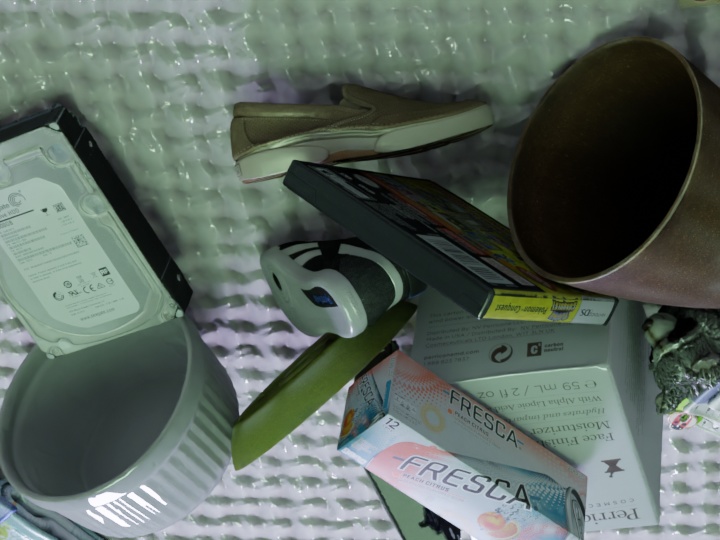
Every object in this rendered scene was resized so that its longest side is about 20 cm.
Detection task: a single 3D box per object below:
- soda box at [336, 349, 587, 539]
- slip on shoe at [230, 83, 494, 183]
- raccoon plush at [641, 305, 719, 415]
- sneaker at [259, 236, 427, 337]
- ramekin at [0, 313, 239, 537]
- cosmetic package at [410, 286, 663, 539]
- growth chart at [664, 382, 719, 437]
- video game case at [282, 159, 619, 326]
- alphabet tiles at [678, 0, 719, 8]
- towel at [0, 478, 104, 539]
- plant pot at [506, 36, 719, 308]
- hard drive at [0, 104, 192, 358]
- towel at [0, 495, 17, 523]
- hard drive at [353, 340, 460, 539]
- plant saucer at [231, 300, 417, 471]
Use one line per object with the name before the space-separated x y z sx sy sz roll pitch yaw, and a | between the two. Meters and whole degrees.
soda box | 0.079 0.146 1.586 0.200 0.069 0.064 34 131 -22
slip on shoe | 0.000 -0.113 1.580 0.199 0.076 0.061 -11 88 6
raccoon plush | 0.314 0.065 1.662 0.199 0.134 0.097 13 136 -5
sneaker | 0.000 0.000 1.657 0.112 0.200 0.073 -29 107 -16
ramekin | -0.195 0.127 1.756 0.199 0.201 0.105 -18 140 24
cosmetic package | 0.146 0.090 1.689 0.164 0.166 0.200 -8 134 17
growth chart | 0.359 0.118 1.795 0.199 0.018 0.145 20 133 -13
video game case | 0.067 -0.019 1.534 0.180 0.200 0.026 4 115 -54
alphabet tiles | 0.315 -0.233 1.455 0.199 0.006 0.167 -5 134 12
towel | -0.334 0.288 2.034 0.171 0.048 0.200 -29 125 30
plant pot | 0.243 -0.048 1.550 0.199 0.188 0.187 23 135 -36
hard drive | -0.243 -0.028 1.679 0.139 0.038 0.200 -17 120 24
towel | -0.431 0.194 1.939 0.200 0.024 0.147 40 126 -13
hard drive | 0.037 0.148 1.714 0.038 0.200 0.140 -25 105 11
plant saucer | -0.037 0.085 1.704 0.031 0.200 0.200 48 127 -3
